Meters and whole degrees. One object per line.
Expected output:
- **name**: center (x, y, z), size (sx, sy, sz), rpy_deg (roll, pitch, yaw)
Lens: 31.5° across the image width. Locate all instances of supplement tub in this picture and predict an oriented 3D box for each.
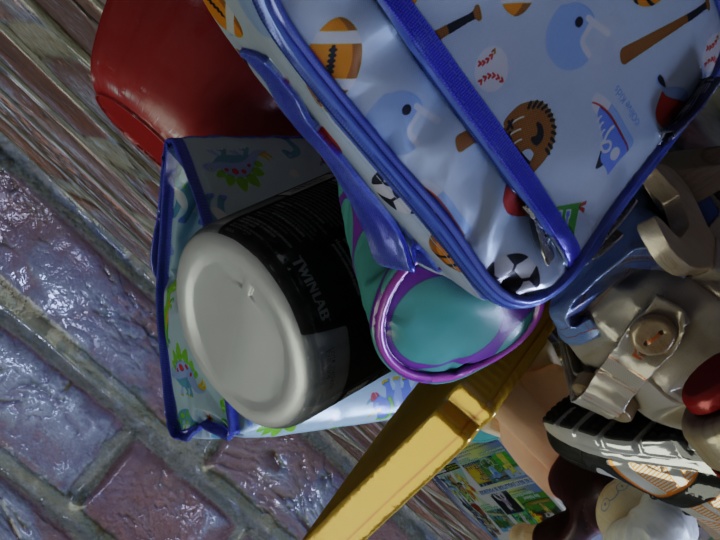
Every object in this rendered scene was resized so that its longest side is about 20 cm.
- **supplement tub**: center (0.000, 0.000, 0.758), size (0.122, 0.199, 0.124), rpy_deg (25, 127, 39)

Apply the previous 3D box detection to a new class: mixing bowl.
- **mixing bowl**: center (-0.123, -0.135, 0.926), size (0.199, 0.109, 0.200), rpy_deg (38, 168, 10)

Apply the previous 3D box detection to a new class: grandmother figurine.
- **grandmother figurine**: center (0.124, 0.110, 0.717), size (0.060, 0.122, 0.200), rpy_deg (24, -172, -22)

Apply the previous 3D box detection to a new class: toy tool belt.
- **toy tool belt**: center (0.126, 0.003, 0.561), size (0.123, 0.125, 0.200), rpy_deg (48, -165, -11)

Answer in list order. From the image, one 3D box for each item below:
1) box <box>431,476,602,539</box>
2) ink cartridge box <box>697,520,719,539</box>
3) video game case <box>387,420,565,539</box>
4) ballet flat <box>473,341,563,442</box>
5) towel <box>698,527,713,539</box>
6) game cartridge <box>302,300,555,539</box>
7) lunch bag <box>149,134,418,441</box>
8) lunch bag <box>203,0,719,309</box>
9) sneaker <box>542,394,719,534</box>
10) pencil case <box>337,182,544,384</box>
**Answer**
- **box**: center (0.163, 0.200, 1.257), size (0.197, 0.124, 0.200), rpy_deg (25, 162, 47)
- **ink cartridge box**: center (0.288, 0.141, 0.640), size (0.165, 0.076, 0.199), rpy_deg (43, 155, -22)
- **video game case**: center (0.094, 0.149, 1.056), size (0.183, 0.022, 0.200), rpy_deg (48, 160, 1)
- **ballet flat**: center (0.147, 0.067, 0.868), size (0.198, 0.063, 0.069), rpy_deg (-14, 126, 30)
- **towel**: center (0.204, 0.138, 0.947), size (0.199, 0.024, 0.152), rpy_deg (35, -157, 28)
- **game cartridge**: center (0.057, 0.068, 0.727), size (0.032, 0.200, 0.177), rpy_deg (40, 132, 1)
- **lunch bag**: center (-0.049, 0.007, 0.869), size (0.168, 0.203, 0.127), rpy_deg (-4, 177, -33)
- **lunch bag**: center (0.041, -0.086, 0.445), size (0.200, 0.161, 0.075), rpy_deg (48, 166, -34)
- **sneaker**: center (0.168, 0.097, 0.593), size (0.199, 0.073, 0.081), rpy_deg (8, 120, 49)
- **pencil case**: center (0.030, -0.039, 0.637), size (0.201, 0.084, 0.093), rpy_deg (-104, 16, -50)
